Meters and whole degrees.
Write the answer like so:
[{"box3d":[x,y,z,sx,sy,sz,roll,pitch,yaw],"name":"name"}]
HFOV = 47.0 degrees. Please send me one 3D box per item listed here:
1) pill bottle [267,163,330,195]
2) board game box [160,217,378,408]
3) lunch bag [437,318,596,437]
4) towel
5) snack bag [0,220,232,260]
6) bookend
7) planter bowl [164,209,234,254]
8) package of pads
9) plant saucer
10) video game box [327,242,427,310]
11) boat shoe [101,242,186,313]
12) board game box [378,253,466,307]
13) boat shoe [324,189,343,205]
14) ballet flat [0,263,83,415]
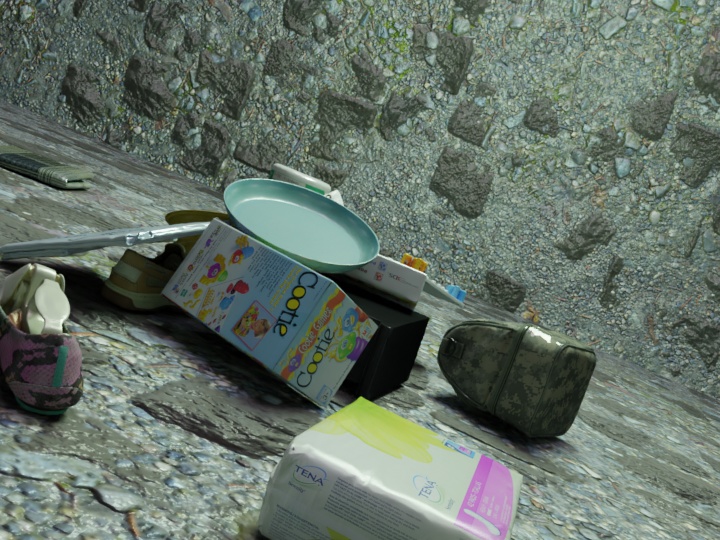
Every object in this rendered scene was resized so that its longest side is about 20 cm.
[{"box3d":[-0.136,-0.076,1.464,0.112,0.203,0.113,21,5,-2],"name":"pill bottle"},{"box3d":[-0.098,0.041,0.872,0.199,0.106,0.103,27,-12,41],"name":"board game box"},{"box3d":[0.210,0.134,1.131,0.166,0.141,0.199,26,6,31],"name":"lunch bag"},{"box3d":[-0.641,-0.203,1.640,0.190,0.035,0.200,19,8,-4],"name":"towel"},{"box3d":[-0.266,-0.034,0.926,0.197,0.022,0.188,-3,6,27],"name":"snack bag"},{"box3d":[-0.037,0.070,1.026,0.196,0.093,0.200,22,7,15],"name":"bookend"},{"box3d":[-0.184,-0.014,1.162,0.197,0.085,0.201,10,-12,2],"name":"planter bowl"},{"box3d":[0.028,0.156,0.573,0.153,0.069,0.200,24,5,12],"name":"package of pads"},{"box3d":[-0.072,-0.051,0.996,0.197,0.028,0.201,19,25,-9],"name":"plant saucer"},{"box3d":[0.000,0.000,1.142,0.180,0.047,0.200,25,-4,4],"name":"video game box"},{"box3d":[-0.223,0.006,0.984,0.071,0.077,0.200,23,5,14],"name":"boat shoe"},{"box3d":[0.047,-0.011,1.257,0.198,0.026,0.200,23,-4,30],"name":"board game box"},{"box3d":[-0.120,-0.085,1.274,0.197,0.071,0.071,-11,-1,-18],"name":"boat shoe"},{"box3d":[-0.245,0.037,0.623,0.068,0.072,0.199,16,7,-35],"name":"ballet flat"}]
